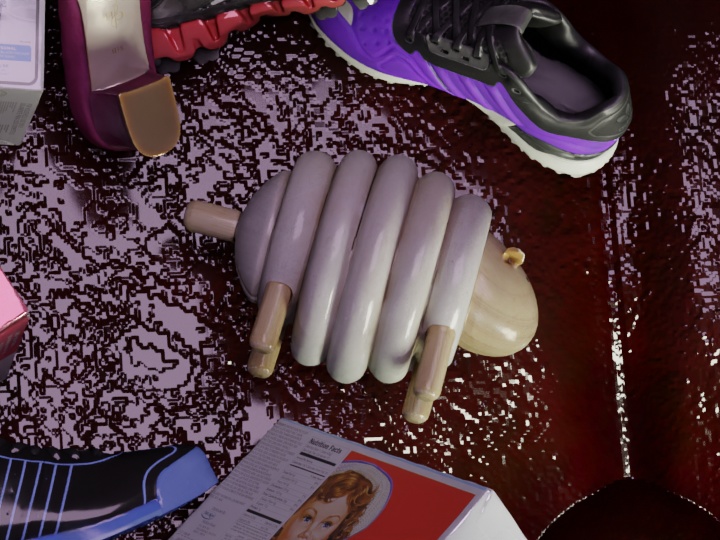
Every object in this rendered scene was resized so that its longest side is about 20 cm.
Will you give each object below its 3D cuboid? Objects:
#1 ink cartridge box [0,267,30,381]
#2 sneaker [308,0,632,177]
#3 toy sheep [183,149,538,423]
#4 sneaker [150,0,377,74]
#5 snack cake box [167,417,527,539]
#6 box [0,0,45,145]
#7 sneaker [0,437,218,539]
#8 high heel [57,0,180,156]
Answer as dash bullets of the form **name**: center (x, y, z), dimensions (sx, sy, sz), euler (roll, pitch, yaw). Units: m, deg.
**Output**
- **ink cartridge box**: center (-0.275, 0.058, 1.512), dimensions (0.199, 0.147, 0.083), euler (-33, 85, -18)
- **sneaker**: center (0.066, -0.131, 1.658), dimensions (0.199, 0.100, 0.070), euler (27, 73, -2)
- **toy sheep**: center (0.000, 0.000, 1.601), dimensions (0.199, 0.138, 0.139), euler (17, 74, -2)
- **sneaker**: center (-0.048, -0.183, 1.618), dimensions (0.199, 0.071, 0.098), euler (-19, 124, 5)
- **snack cake box**: center (-0.010, 0.153, 1.522), dimensions (0.115, 0.200, 0.067), euler (-45, 119, -18)
- **box**: center (-0.203, -0.179, 1.601), dimensions (0.060, 0.117, 0.202), euler (2, 76, -12)
- **sneaker**: center (-0.176, 0.116, 1.563), dimensions (0.199, 0.070, 0.078), euler (-19, 87, -16)
- **high heel**: center (-0.141, -0.160, 1.584), dimensions (0.067, 0.096, 0.201), euler (-23, 110, -21)
